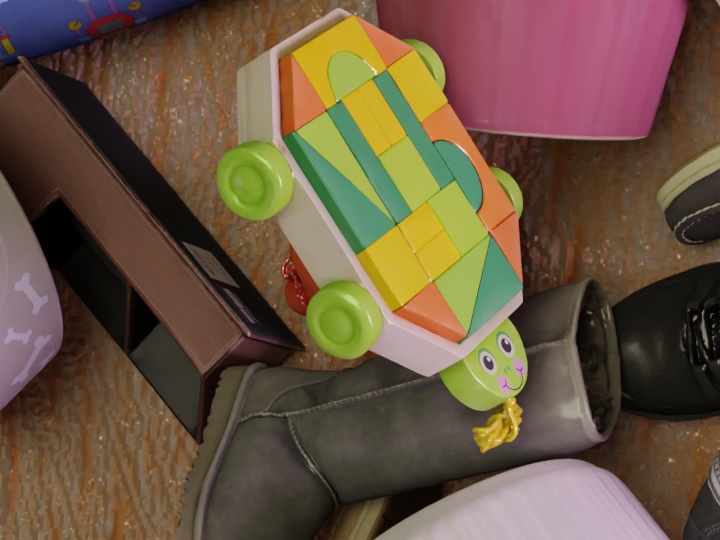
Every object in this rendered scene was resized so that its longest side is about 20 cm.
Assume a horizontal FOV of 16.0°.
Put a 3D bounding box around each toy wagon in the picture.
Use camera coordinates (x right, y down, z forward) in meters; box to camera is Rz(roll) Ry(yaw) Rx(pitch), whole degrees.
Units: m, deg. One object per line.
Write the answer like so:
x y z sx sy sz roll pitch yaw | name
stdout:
0.022 -0.016 1.118 0.039 0.155 0.201 -30 95 36 | toy wagon

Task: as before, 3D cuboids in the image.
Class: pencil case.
-0.142 -0.165 1.334 0.199 0.078 0.087 -19 84 4 | pencil case

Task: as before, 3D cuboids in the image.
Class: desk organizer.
-0.128 -0.009 1.327 0.077 0.072 0.200 -45 69 10 | desk organizer

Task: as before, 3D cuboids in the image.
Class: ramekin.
0.060 0.167 1.161 0.202 0.202 0.095 -34 67 11 | ramekin

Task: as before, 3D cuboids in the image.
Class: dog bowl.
-0.223 -0.018 1.306 0.058 0.200 0.200 -32 68 -22 | dog bowl

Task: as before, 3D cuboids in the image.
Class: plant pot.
0.083 -0.158 1.221 0.199 0.200 0.181 8 99 21 | plant pot

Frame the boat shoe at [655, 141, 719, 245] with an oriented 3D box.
0.232 -0.041 1.188 0.200 0.072 0.067 -19 72 27 | boat shoe

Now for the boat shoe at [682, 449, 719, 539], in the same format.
0.238 0.137 1.151 0.199 0.069 0.057 26 122 -7 | boat shoe

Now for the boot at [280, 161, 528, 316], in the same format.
0.000 0.000 1.214 0.107 0.200 0.075 -26 83 21 | boot

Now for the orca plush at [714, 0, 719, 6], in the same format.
0.253 -0.137 1.190 0.198 0.106 0.071 6 52 0 | orca plush

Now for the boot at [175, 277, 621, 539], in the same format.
0.020 0.092 1.192 0.198 0.073 0.183 -7 50 19 | boot

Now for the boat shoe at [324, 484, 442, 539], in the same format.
-0.022 0.171 1.256 0.064 0.071 0.201 18 80 33 | boat shoe

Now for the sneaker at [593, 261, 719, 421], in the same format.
0.194 0.022 1.198 0.199 0.082 0.074 -11 77 18 | sneaker
